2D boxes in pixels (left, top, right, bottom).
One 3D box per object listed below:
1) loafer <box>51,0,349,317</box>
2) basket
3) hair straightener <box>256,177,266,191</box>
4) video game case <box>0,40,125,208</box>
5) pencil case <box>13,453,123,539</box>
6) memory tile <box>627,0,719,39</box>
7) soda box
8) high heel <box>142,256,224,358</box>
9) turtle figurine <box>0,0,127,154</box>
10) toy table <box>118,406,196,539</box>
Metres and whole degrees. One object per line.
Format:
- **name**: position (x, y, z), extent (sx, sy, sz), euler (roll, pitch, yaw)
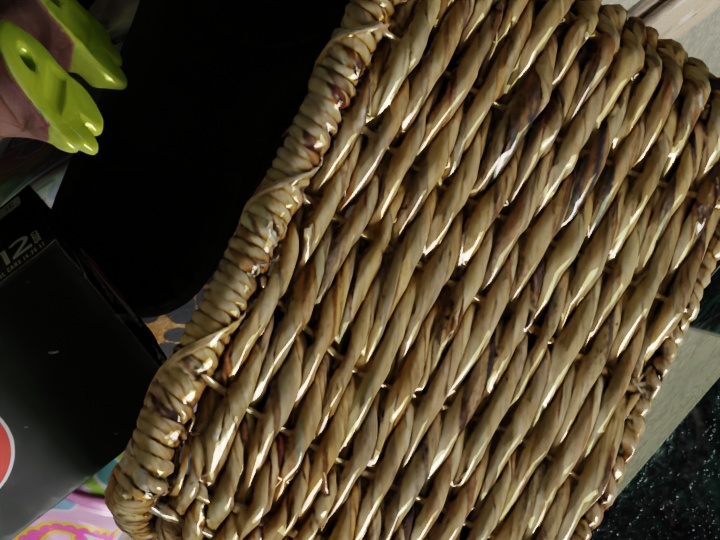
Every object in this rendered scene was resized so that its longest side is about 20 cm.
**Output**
- **loafer**: position (-0.039, -0.083, 0.954), extent (0.200, 0.073, 0.071), euler (-58, -174, 8)
- **basket**: position (0.000, 0.000, 0.881), extent (0.143, 0.149, 0.201), euler (12, -105, 61)
- **hair straightener**: position (-0.038, -0.069, 1.064), extent (0.200, 0.041, 0.077), euler (-58, -159, 36)
- **video game case**: position (-0.128, 0.004, 1.026), extent (0.200, 0.018, 0.143), euler (-55, 166, 28)
- **pencil case**: position (-0.133, 0.098, 1.031), extent (0.087, 0.087, 0.200), euler (-34, 166, -48)
- **memory tile**: position (0.097, -0.081, 1.094), extent (0.200, 0.017, 0.153), euler (-37, 179, 9)
- **soda box**: position (-0.153, 0.067, 0.901), extent (0.200, 0.071, 0.063), euler (-38, -158, 0)
- **high heel**: position (-0.018, 0.039, 1.026), extent (0.200, 0.143, 0.071), euler (-46, 176, 24)
- **turtle figurine**: position (-0.140, -0.018, 0.816), extent (0.161, 0.064, 0.200), euler (-36, -177, 15)
- **toy table**: position (-0.064, 0.095, 1.151), extent (0.117, 0.183, 0.200), euler (-46, -147, 27)
